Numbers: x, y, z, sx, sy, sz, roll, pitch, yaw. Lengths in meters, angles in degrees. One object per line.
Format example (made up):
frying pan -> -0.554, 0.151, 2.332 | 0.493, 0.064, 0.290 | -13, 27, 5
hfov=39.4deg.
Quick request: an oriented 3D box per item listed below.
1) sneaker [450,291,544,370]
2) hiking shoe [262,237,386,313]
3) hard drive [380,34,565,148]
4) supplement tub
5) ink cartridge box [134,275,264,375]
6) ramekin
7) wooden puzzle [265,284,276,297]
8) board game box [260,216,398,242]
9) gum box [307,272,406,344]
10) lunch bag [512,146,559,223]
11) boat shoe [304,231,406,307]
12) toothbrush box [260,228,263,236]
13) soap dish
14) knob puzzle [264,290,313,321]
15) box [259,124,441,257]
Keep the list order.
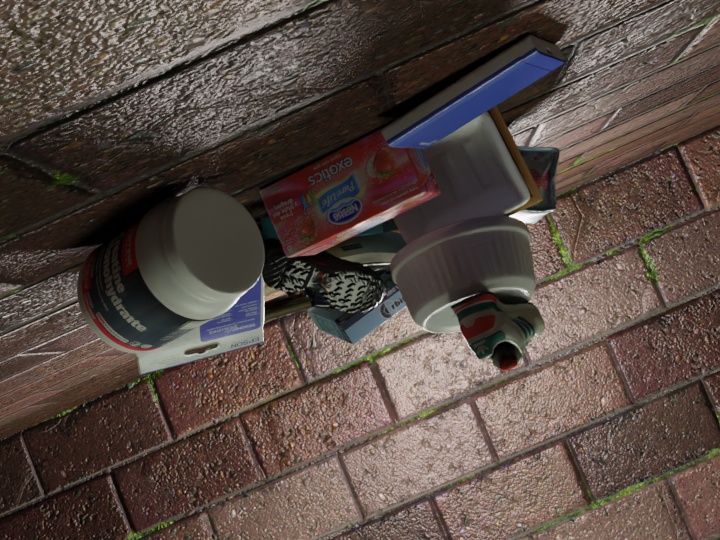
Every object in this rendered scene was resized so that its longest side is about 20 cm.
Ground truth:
sneaker -> 0.190, 0.090, 1.326 | 0.070, 0.094, 0.199 | -26, 157, 27
hiking shoe -> -0.053, -0.007, 1.404 | 0.199, 0.101, 0.076 | 19, 117, -31
hard drive -> 0.133, -0.203, 1.169 | 0.199, 0.026, 0.132 | -30, 173, 25
supplement tub -> -0.216, 0.002, 1.137 | 0.199, 0.141, 0.140 | -28, 173, 41
ink cartridge box -> -0.236, 0.058, 1.445 | 0.196, 0.047, 0.201 | -14, 147, -16
ramekin -> 0.146, 0.012, 1.364 | 0.200, 0.095, 0.203 | -14, 160, -5
wooden puzzle -> -0.215, 0.005, 1.463 | 0.184, 0.047, 0.200 | -28, 147, 8
board game box -> -0.023, -0.073, 1.480 | 0.198, 0.047, 0.151 | -6, -175, 29
gum box -> 0.016, 0.042, 1.608 | 0.169, 0.045, 0.200 | -35, -168, -13
lunch bag -> 0.211, -0.147, 1.639 | 0.198, 0.129, 0.170 | 3, 175, 2
boat shoe -> 0.000, 0.000, 1.543 | 0.198, 0.075, 0.093 | -6, 124, -25
toothbrush box -> -0.163, -0.007, 1.637 | 0.145, 0.087, 0.200 | -23, 177, 1
soap dish -> 0.125, -0.126, 1.352 | 0.199, 0.158, 0.081 | -25, -169, 23
knob puzzle -> -0.128, 0.046, 1.655 | 0.218, 0.031, 0.220 | -17, -174, 2
box -> -0.012, -0.099, 1.279 | 0.199, 0.095, 0.103 | -25, 176, 17
